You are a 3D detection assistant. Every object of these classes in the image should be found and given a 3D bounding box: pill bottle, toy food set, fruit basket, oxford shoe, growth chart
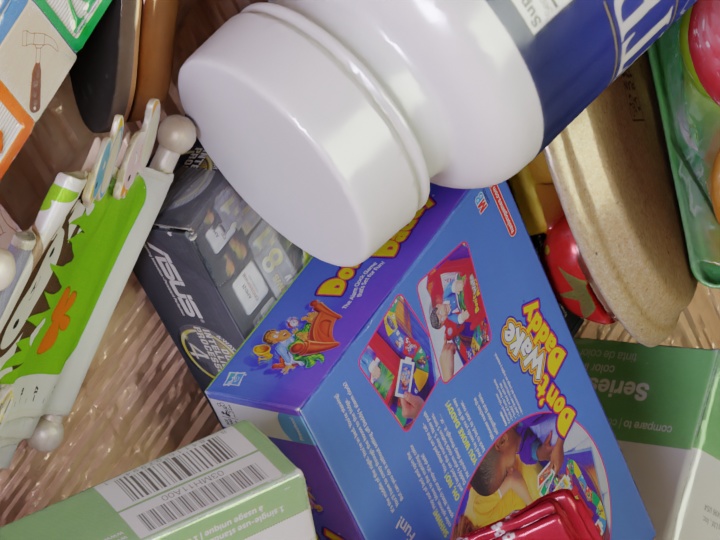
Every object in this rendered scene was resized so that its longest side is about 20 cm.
[{"bbox_3d":[0.038,-0.099,1.012,0.200,0.119,0.120,-43,128,-19],"label":"pill bottle"},{"bbox_3d":[0.086,-0.066,1.167,0.200,0.048,0.199,-55,127,-68],"label":"toy food set"},{"bbox_3d":[0.167,-0.073,1.145,0.200,0.093,0.186,88,-7,-72],"label":"fruit basket"},{"bbox_3d":[-0.057,-0.143,0.996,0.071,0.071,0.201,10,86,-25],"label":"oxford shoe"},{"bbox_3d":[-0.105,0.021,0.926,0.145,0.018,0.200,-66,173,18],"label":"growth chart"}]

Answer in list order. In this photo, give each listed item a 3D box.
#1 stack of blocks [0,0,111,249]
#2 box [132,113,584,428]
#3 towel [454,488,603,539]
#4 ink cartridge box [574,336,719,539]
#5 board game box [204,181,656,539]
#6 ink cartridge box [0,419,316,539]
[{"bbox_3d":[-0.156,-0.032,0.911,0.115,0.058,0.201,53,55,-41],"label":"stack of blocks"},{"bbox_3d":[0.000,0.000,1.118,0.161,0.049,0.201,-52,133,-31],"label":"box"},{"bbox_3d":[0.011,0.164,1.065,0.023,0.199,0.145,-100,165,-54],"label":"towel"},{"bbox_3d":[0.133,0.147,1.272,0.145,0.087,0.201,31,69,-48],"label":"ink cartridge box"},{"bbox_3d":[0.032,0.073,1.096,0.135,0.045,0.201,-51,133,-32],"label":"board game box"},{"bbox_3d":[-0.075,0.164,0.980,0.145,0.048,0.201,-24,124,-21],"label":"ink cartridge box"}]
